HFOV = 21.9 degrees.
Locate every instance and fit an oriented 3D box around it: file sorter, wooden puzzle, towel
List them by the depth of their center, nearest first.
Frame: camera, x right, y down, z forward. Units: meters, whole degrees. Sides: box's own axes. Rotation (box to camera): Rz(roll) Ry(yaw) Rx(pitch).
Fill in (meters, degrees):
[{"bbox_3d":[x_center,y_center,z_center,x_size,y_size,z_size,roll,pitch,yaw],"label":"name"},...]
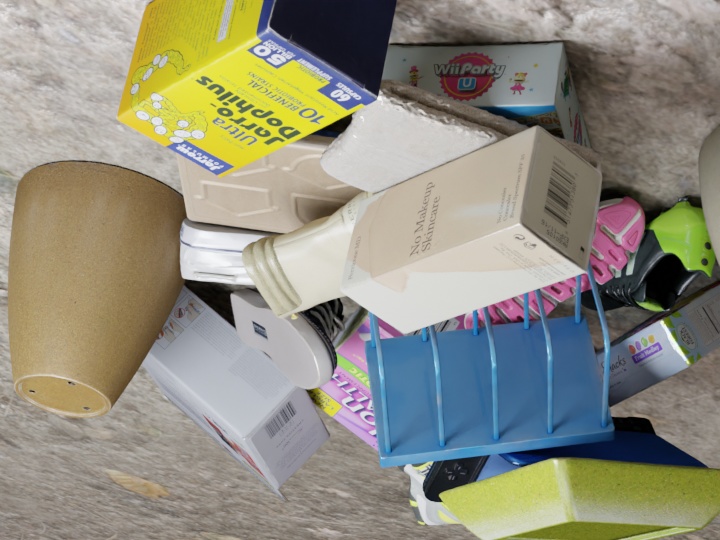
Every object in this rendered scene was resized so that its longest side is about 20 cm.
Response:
[{"bbox_3d":[0.080,-0.085,1.465,0.199,0.035,0.133,19,149,-13],"label":"towel"},{"bbox_3d":[0.104,0.064,1.568,0.199,0.139,0.123,-7,133,-1],"label":"file sorter"},{"bbox_3d":[-0.067,-0.087,1.641,0.184,0.047,0.200,8,157,5],"label":"wooden puzzle"}]

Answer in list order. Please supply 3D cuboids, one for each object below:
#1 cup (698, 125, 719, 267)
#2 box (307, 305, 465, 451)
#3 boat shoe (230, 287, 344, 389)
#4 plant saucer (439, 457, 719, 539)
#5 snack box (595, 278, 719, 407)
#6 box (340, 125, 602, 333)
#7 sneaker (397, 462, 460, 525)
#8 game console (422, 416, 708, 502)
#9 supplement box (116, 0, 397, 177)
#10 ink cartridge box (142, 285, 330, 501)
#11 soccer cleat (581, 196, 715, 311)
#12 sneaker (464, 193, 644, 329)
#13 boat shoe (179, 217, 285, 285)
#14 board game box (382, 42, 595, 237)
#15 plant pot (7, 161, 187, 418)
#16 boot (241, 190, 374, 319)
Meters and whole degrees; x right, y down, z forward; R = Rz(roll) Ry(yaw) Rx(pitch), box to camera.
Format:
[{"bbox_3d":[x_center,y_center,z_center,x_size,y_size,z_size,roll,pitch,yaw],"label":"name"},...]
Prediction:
[{"bbox_3d":[0.368,-0.023,1.492,0.199,0.144,0.201,8,152,4],"label":"cup"},{"bbox_3d":[0.062,0.102,1.825,0.176,0.097,0.200,37,148,-3],"label":"box"},{"bbox_3d":[-0.047,0.049,1.765,0.092,0.075,0.200,-18,-156,-22],"label":"boat shoe"},{"bbox_3d":[0.200,0.207,1.610,0.199,0.048,0.200,7,162,-27],"label":"plant saucer"},{"bbox_3d":[0.275,0.070,1.711,0.142,0.053,0.200,-27,174,-34],"label":"snack box"},{"bbox_3d":[0.083,-0.028,1.434,0.078,0.095,0.200,33,143,-31],"label":"box"},{"bbox_3d":[0.078,0.170,1.757,0.076,0.076,0.200,1,142,19],"label":"sneaker"},{"bbox_3d":[0.181,0.190,1.669,0.199,0.119,0.171,6,132,-21],"label":"game console"},{"bbox_3d":[-0.080,-0.167,1.419,0.109,0.110,0.200,29,148,-31],"label":"supplement box"},{"bbox_3d":[-0.135,0.124,1.913,0.200,0.084,0.176,38,165,28],"label":"ink cartridge box"},{"bbox_3d":[0.248,0.005,1.654,0.067,0.081,0.200,21,151,-18],"label":"soccer cleat"},{"bbox_3d":[0.171,-0.014,1.665,0.074,0.088,0.200,37,122,-19],"label":"sneaker"},{"bbox_3d":[-0.072,-0.004,1.734,0.199,0.072,0.066,7,109,1],"label":"boat shoe"},{"bbox_3d":[0.109,-0.103,1.521,0.147,0.065,0.200,1,150,18],"label":"board game box"},{"bbox_3d":[-0.257,0.030,1.758,0.185,0.201,0.187,7,152,4],"label":"plant pot"},{"bbox_3d":[0.000,0.000,1.646,0.155,0.073,0.200,-23,153,18],"label":"boot"}]
